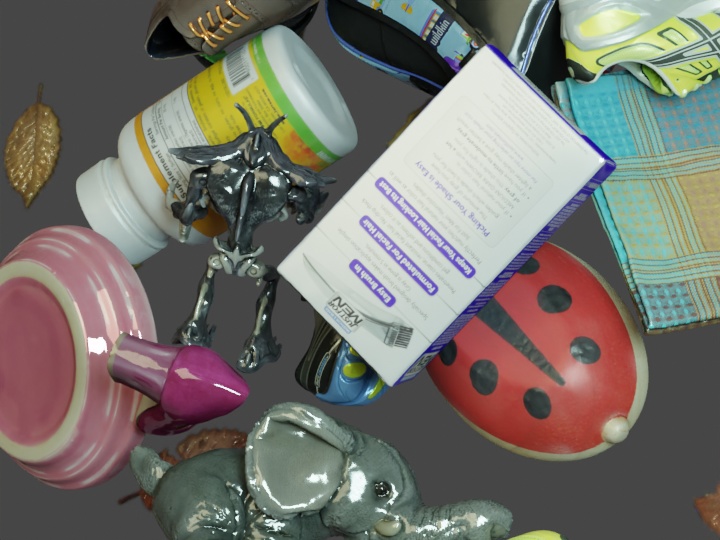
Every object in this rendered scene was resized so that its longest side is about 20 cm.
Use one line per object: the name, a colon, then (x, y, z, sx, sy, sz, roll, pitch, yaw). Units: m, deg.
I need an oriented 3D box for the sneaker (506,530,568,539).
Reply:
sneaker: (0.048, 0.225, 1.134, 0.200, 0.090, 0.078, -33, 55, 11)

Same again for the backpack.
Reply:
backpack: (0.082, -0.202, 1.266, 0.200, 0.134, 0.183, 26, 93, 37)

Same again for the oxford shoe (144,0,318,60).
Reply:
oxford shoe: (-0.090, -0.190, 1.295, 0.200, 0.071, 0.073, -10, 44, 55)

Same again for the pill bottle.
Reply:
pill bottle: (-0.112, -0.089, 1.350, 0.200, 0.111, 0.111, -31, 57, 14)

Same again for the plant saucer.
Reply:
plant saucer: (-0.233, 0.066, 1.337, 0.200, 0.051, 0.201, 3, 94, 43)

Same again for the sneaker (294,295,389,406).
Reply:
sneaker: (0.000, 0.001, 1.269, 0.083, 0.071, 0.200, 0, 64, 40)

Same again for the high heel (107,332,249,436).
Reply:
high heel: (-0.108, 0.093, 1.234, 0.096, 0.200, 0.068, 20, 83, 12)

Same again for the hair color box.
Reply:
hair color box: (0.055, -0.034, 1.143, 0.109, 0.065, 0.200, 46, 100, 11)

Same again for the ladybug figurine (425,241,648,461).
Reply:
ladybug figurine: (0.107, 0.045, 1.190, 0.136, 0.072, 0.200, -50, 55, 1)

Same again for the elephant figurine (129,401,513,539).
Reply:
elephant figurine: (-0.029, 0.151, 1.203, 0.200, 0.155, 0.142, -35, 21, 0)

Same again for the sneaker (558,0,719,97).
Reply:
sneaker: (0.224, -0.151, 1.177, 0.200, 0.075, 0.077, 5, 95, -9)

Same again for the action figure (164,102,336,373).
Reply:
action figure: (-0.084, -0.035, 1.263, 0.102, 0.119, 0.200, -93, 14, -64)

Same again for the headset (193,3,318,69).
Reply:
headset: (-0.091, -0.238, 1.378, 0.124, 0.094, 0.200, 50, 129, 20)

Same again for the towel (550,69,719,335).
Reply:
towel: (0.222, -0.056, 1.161, 0.146, 0.022, 0.200, -10, 59, -10)
